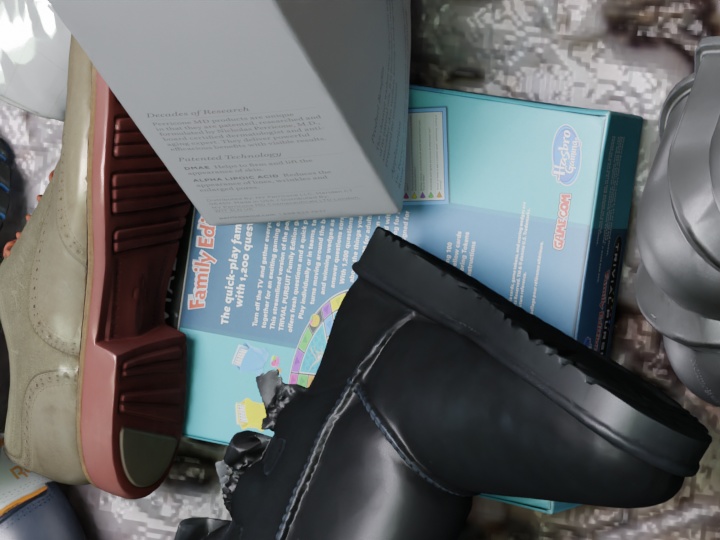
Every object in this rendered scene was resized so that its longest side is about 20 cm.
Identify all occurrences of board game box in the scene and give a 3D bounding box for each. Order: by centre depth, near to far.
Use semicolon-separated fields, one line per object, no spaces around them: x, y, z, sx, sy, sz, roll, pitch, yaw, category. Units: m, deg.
0.000;0.000;1.110;0.199;0.047;0.152;10;94;23;board game box

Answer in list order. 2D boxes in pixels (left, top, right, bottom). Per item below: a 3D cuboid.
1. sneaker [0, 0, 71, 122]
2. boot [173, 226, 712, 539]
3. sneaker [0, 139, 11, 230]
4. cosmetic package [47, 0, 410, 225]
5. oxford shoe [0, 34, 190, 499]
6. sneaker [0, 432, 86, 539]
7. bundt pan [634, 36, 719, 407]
-0.174;-0.141;1.143;0.200;0.074;0.116;36;100;17;sneaker
0.022;0.087;1.004;0.198;0.073;0.163;32;95;51;boot
-0.194;0.012;1.155;0.087;0.075;0.201;-38;41;42;sneaker
-0.043;-0.106;0.998;0.081;0.200;0.113;-4;63;16;cosmetic package
-0.110;-0.015;1.094;0.074;0.070;0.201;5;91;28;oxford shoe
-0.206;0.135;1.184;0.199;0.078;0.080;-27;85;10;sneaker
0.177;0.008;0.958;0.201;0.076;0.202;22;144;17;bundt pan
